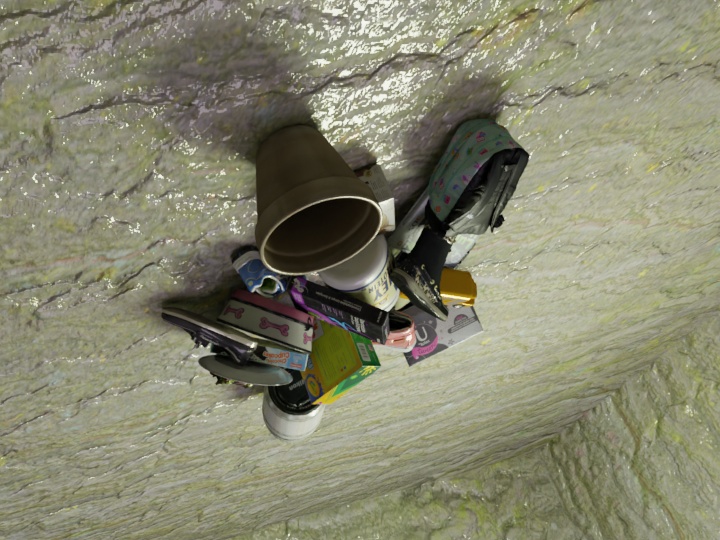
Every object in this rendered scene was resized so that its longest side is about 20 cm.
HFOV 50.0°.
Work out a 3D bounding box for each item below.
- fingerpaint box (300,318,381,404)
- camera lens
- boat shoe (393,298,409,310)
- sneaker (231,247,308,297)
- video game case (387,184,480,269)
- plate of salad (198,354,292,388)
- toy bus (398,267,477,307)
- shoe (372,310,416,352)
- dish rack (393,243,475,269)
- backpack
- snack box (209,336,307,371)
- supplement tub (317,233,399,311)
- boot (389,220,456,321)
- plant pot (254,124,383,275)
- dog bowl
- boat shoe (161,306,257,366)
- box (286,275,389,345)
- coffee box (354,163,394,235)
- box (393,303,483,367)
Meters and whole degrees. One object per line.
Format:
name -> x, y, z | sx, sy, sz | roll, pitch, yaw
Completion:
fingerpaint box -> -0.064, 0.162, 1.680 | 0.166, 0.203, 0.073 | -39, 150, 28
camera lens -> -0.166, 0.327, 1.936 | 0.157, 0.162, 0.201 | -13, 151, -18
boat shoe -> 0.079, 0.048, 1.746 | 0.074, 0.063, 0.200 | -45, 161, 17
sneaker -> -0.168, 0.020, 1.486 | 0.075, 0.078, 0.198 | -38, 152, 24
video game case -> 0.173, -0.096, 1.537 | 0.198, 0.024, 0.183 | 17, 120, -42
plate of salad -> -0.236, 0.211, 1.578 | 0.198, 0.198, 0.049 | 8, 98, -44
toy bus -> 0.168, 0.032, 1.630 | 0.196, 0.067, 0.078 | 9, 162, -30
shoe -> 0.029, 0.129, 1.745 | 0.195, 0.073, 0.092 | 7, 144, 10
dish rack -> 0.143, -0.032, 1.663 | 0.196, 0.055, 0.154 | -3, 145, -30
backpack -> 0.206, -0.164, 1.379 | 0.165, 0.127, 0.202 | -13, 142, -40
snack box -> -0.206, 0.167, 1.610 | 0.195, 0.038, 0.116 | 11, -179, -2
supplement tub -> 0.000, 0.000, 1.506 | 0.143, 0.147, 0.200 | -25, 153, 4
boot -> 0.149, -0.001, 1.507 | 0.156, 0.073, 0.203 | -59, 140, -9
plant pot -> -0.086, -0.120, 1.197 | 0.196, 0.176, 0.201 | -18, 152, -10
dog bowl -> -0.179, 0.098, 1.519 | 0.196, 0.075, 0.200 | 19, 173, 3
boat shoe -> -0.301, 0.130, 1.502 | 0.197, 0.073, 0.064 | 24, 93, -16
box -> -0.039, 0.078, 1.478 | 0.196, 0.037, 0.143 | 20, 163, 10
coffee box -> -0.043, -0.098, 1.371 | 0.196, 0.081, 0.114 | -20, 154, -7
box -> 0.177, 0.124, 1.836 | 0.197, 0.134, 0.115 | -26, -178, 5
